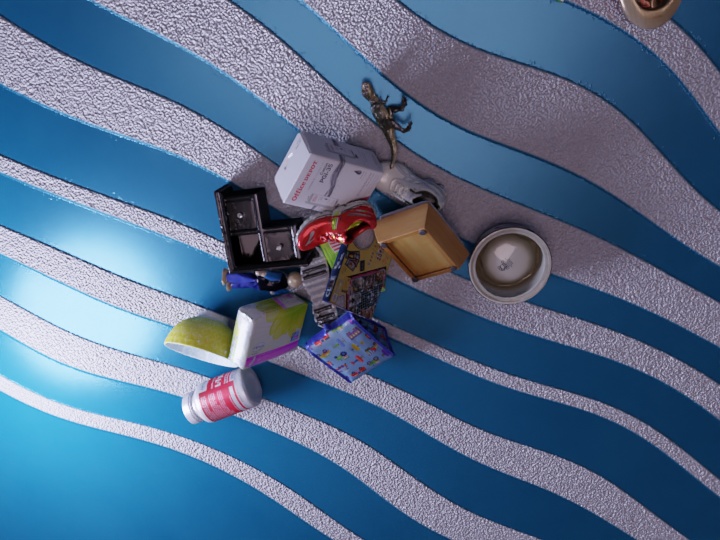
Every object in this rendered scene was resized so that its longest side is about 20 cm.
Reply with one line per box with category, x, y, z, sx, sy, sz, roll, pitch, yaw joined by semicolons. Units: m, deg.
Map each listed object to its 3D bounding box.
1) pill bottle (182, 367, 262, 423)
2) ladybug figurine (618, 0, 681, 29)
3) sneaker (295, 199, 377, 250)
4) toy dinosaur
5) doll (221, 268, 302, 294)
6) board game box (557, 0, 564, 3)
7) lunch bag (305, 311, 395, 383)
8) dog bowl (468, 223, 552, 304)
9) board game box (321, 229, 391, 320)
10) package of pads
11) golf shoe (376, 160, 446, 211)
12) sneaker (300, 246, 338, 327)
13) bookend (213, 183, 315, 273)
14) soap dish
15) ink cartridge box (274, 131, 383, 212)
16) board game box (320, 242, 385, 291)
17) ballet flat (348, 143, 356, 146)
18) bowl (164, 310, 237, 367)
pill bottle;-0.376;0.343;1.786;0.198;0.113;0.113;-22;112;13
ladybug figurine;0.576;-0.591;1.322;0.134;0.072;0.203;-9;114;8
sneaker;-0.055;-0.090;1.485;0.198;0.086;0.077;-25;144;7
toy dinosaur;0.070;-0.337;1.479;0.087;0.047;0.202;-16;105;25
doll;-0.243;0.024;1.646;0.197;0.049;0.137;1;156;6
board game box;0.377;-0.664;1.319;0.199;0.040;0.154;34;112;-12
lunch bag;-0.033;0.183;1.656;0.150;0.095;0.200;-34;140;17
dog bowl;0.357;-0.024;1.595;0.197;0.074;0.203;1;115;3
board game box;0.000;0.000;1.567;0.135;0.034;0.203;25;79;-34
package of pads;-0.227;0.145;1.647;0.068;0.199;0.156;32;119;30
golf shoe;0.106;-0.192;1.522;0.197;0.098;0.079;18;116;-4
sneaker;-0.100;0.040;1.656;0.074;0.081;0.203;-10;94;9
bookend;-0.223;-0.107;1.565;0.197;0.092;0.202;-4;107;9
soap dish;0.140;-0.062;1.537;0.156;0.082;0.200;-16;137;32
ink cartridge box;-0.071;-0.209;1.475;0.198;0.083;0.147;9;131;-34
board game box;-0.023;-0.026;1.631;0.100;0.048;0.202;-21;111;13
ballet flat;-0.085;-0.225;1.544;0.198;0.047;0.068;-30;110;16
bowl;-0.394;0.167;1.698;0.197;0.200;0.109;16;72;-4
